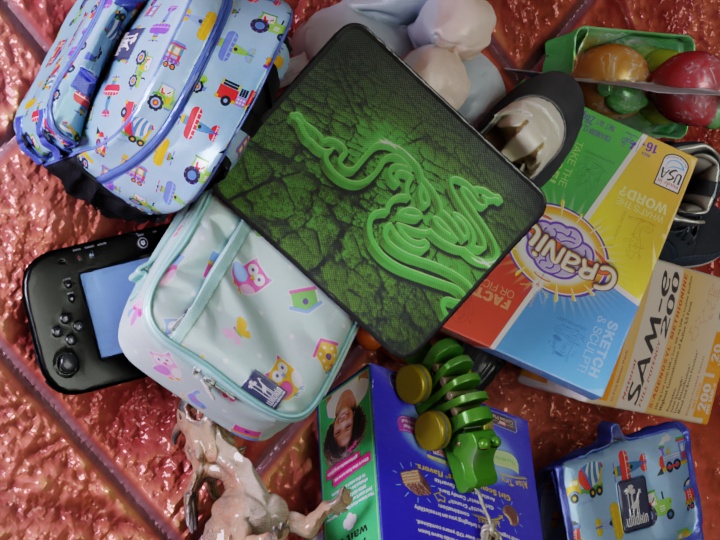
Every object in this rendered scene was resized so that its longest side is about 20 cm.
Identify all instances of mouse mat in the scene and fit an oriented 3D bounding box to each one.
[{"bbox_3d":[0.014,-0.055,1.563,0.200,0.008,0.161,41,95,-11],"label":"mouse mat"}]

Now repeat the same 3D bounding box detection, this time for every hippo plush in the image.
[{"bbox_3d":[0.029,-0.126,1.661,0.161,0.198,0.160,53,23,-48],"label":"hippo plush"}]

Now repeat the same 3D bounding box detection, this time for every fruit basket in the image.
[{"bbox_3d":[0.245,-0.143,1.795,0.184,0.200,0.095,0,104,-34],"label":"fruit basket"}]

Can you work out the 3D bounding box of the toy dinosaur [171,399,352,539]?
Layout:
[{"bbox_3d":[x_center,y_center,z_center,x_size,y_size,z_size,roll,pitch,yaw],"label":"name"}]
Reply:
[{"bbox_3d":[-0.094,0.205,1.608,0.086,0.135,0.202,23,77,-51],"label":"toy dinosaur"}]

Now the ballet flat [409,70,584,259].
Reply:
[{"bbox_3d":[0.102,-0.076,1.618,0.200,0.073,0.073,-43,112,-15],"label":"ballet flat"}]

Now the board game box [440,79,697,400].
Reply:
[{"bbox_3d":[0.152,-0.023,1.685,0.152,0.040,0.201,23,83,-3],"label":"board game box"}]

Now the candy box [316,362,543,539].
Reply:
[{"bbox_3d":[0.056,0.193,1.685,0.168,0.077,0.201,22,46,-32],"label":"candy box"}]

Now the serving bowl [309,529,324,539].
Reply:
[{"bbox_3d":[0.000,0.296,1.685,0.199,0.066,0.202,19,58,-33],"label":"serving bowl"}]

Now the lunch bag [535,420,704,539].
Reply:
[{"bbox_3d":[0.210,0.219,1.812,0.150,0.094,0.202,-14,106,-33],"label":"lunch bag"}]

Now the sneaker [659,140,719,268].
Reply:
[{"bbox_3d":[0.272,-0.052,1.844,0.201,0.146,0.078,19,77,-34],"label":"sneaker"}]

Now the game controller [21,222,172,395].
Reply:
[{"bbox_3d":[-0.153,0.022,1.612,0.199,0.042,0.105,-14,98,-32],"label":"game controller"}]

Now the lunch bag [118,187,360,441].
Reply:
[{"bbox_3d":[-0.078,0.012,1.593,0.160,0.077,0.201,37,59,-16],"label":"lunch bag"}]

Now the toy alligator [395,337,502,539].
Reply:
[{"bbox_3d":[0.081,0.121,1.661,0.059,0.054,0.201,-3,62,-44],"label":"toy alligator"}]

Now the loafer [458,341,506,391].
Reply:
[{"bbox_3d":[0.109,0.023,1.786,0.070,0.068,0.201,31,74,5],"label":"loafer"}]

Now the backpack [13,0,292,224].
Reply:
[{"bbox_3d":[-0.137,-0.130,1.523,0.134,0.200,0.184,31,79,-19],"label":"backpack"}]

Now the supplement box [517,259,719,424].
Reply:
[{"bbox_3d":[0.226,0.051,1.809,0.199,0.073,0.127,12,94,-51],"label":"supplement box"}]

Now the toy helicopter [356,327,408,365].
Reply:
[{"bbox_3d":[0.000,0.000,1.715,0.198,0.079,0.134,13,91,-22],"label":"toy helicopter"}]
